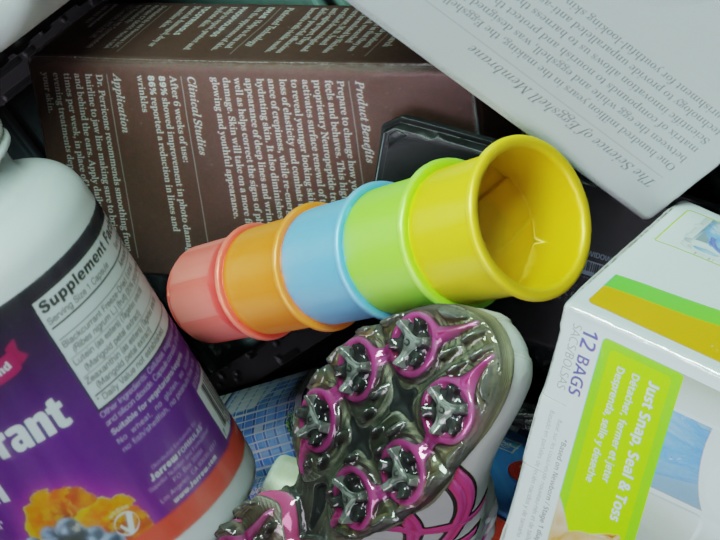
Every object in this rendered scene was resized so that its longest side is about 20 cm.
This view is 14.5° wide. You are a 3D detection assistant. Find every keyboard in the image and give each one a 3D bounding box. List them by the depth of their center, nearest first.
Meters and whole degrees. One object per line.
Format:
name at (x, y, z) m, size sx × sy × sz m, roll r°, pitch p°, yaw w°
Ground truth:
keyboard at (0.092, 0.020, 1.096) m, size 0.199 × 0.021 × 0.128 m, roll 18°, pitch 117°, yaw 15°

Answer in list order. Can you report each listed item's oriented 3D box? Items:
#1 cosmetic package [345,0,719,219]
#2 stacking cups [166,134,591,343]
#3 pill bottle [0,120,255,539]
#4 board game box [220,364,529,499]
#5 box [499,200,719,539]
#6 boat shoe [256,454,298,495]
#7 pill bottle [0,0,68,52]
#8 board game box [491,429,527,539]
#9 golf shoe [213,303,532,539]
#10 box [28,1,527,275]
cosmetic package at (0.098, -0.157, 0.986) m, size 0.199 × 0.123 × 0.200 m, roll 35°, pitch 127°, yaw -24°
stacking cups at (0.000, 0.000, 1.074) m, size 0.199 × 0.060 × 0.061 m, roll -17°, pitch 108°, yaw 50°
pill bottle at (-0.134, 0.027, 1.110) m, size 0.111 × 0.112 × 0.201 m, roll -18°, pitch 114°, yaw 30°
board game box at (0.004, 0.144, 1.258) m, size 0.199 × 0.062 × 0.201 m, roll -18°, pitch 107°, yaw 30°
box at (0.167, 0.076, 0.992) m, size 0.199 × 0.101 × 0.113 m, roll 26°, pitch 124°, yaw 20°
boat shoe at (-0.042, 0.165, 1.216) m, size 0.062 × 0.072 × 0.201 m, roll 31°, pitch 114°, yaw 13°
pill bottle at (-0.159, -0.142, 1.099) m, size 0.114 × 0.200 × 0.115 m, roll 10°, pitch 119°, yaw 19°
board game box at (0.103, 0.194, 1.134) m, size 0.195 × 0.056 × 0.201 m, roll 28°, pitch 125°, yaw 31°
golf shoe at (0.017, 0.078, 1.064) m, size 0.200 × 0.092 × 0.073 m, roll -54°, pitch 51°, yaw 43°
box at (-0.029, -0.053, 1.164) m, size 0.199 × 0.075 × 0.101 m, roll 5°, pitch 117°, yaw 24°
